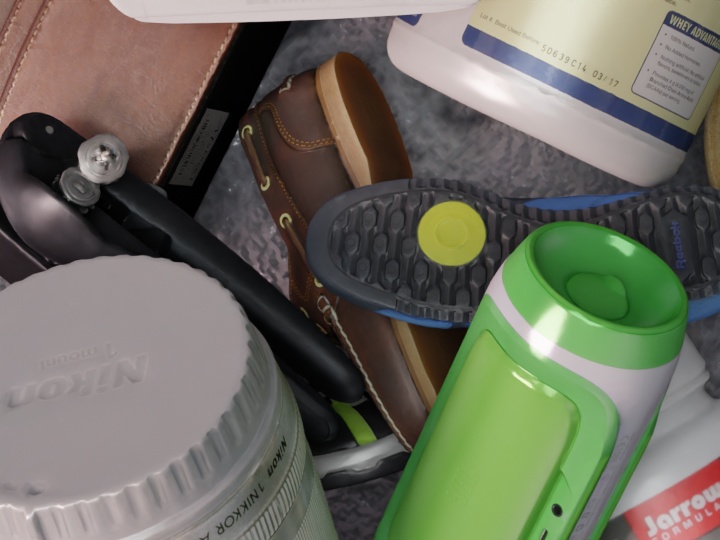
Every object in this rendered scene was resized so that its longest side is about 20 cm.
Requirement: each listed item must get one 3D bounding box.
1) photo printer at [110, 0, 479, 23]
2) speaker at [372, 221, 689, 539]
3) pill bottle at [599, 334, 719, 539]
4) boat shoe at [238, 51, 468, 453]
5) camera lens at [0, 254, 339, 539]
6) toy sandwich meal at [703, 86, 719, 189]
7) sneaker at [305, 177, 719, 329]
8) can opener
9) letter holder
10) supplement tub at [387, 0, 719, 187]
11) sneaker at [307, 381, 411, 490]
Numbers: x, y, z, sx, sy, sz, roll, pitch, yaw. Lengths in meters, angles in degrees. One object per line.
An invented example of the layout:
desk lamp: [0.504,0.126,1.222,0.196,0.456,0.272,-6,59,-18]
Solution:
photo printer: [-0.025,-0.204,1.203,0.166,0.070,0.200,-3,60,4]
speaker: [0.068,0.079,1.184,0.088,0.088,0.200,27,123,6]
pill bottle: [0.151,0.130,1.264,0.114,0.114,0.200,-30,89,8]
boat shoe: [0.000,0.000,1.289,0.070,0.070,0.200,-28,65,21]
camera lens: [-0.092,0.114,1.177,0.160,0.160,0.200,-9,131,8]
toy sandwich meal: [0.250,-0.052,1.271,0.205,0.070,0.206,-1,85,11]
sneaker: [0.075,0.000,1.238,0.200,0.078,0.066,0,75,-1]
can opener: [-0.082,0.002,1.228,0.200,0.079,0.063,33,57,-7]
letter holder: [-0.121,-0.112,1.298,0.142,0.101,0.200,28,96,7]
supplement tub: [0.114,-0.153,1.242,0.145,0.145,0.200,26,95,6]
sneaker: [-0.052,0.065,1.310,0.199,0.072,0.083,-8,89,7]
